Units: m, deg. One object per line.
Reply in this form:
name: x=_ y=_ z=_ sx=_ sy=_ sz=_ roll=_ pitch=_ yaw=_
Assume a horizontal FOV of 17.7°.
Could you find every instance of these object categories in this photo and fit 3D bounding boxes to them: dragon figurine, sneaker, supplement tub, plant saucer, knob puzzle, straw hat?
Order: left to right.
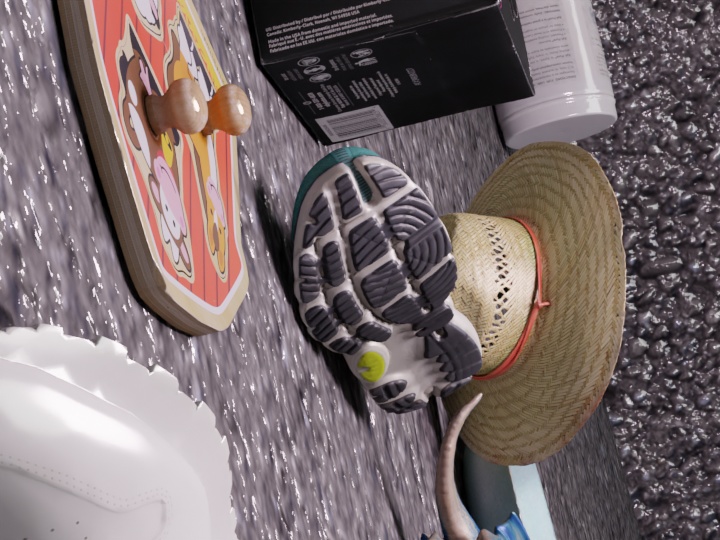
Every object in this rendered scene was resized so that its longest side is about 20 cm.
sneaker: x=-0.062 y=0.082 z=0.505 sx=0.200 sy=0.076 sz=0.081 roll=62 pitch=26 yaw=-53
knob puzzle: x=-0.067 y=-0.064 z=0.838 sx=0.220 sy=0.030 sz=0.220 roll=-14 pitch=90 yaw=-82
sneaker: x=0.000 y=0.000 z=1.104 sx=0.080 sy=0.077 sz=0.200 roll=58 pitch=-6 yaw=30
straw hat: x=0.067 y=0.013 z=1.385 sx=0.085 sy=0.201 sz=0.201 roll=11 pitch=56 yaw=-34
dragon figurine: x=0.062 y=0.163 z=1.210 sx=0.099 sy=0.059 sz=0.200 roll=-27 pitch=104 yaw=-81
plant saucer: x=0.100 y=0.171 z=1.511 sx=0.201 sy=0.039 sz=0.201 roll=-15 pitch=90 yaw=-81
supplement tub: x=0.198 y=-0.246 z=2.540 sx=0.132 sy=0.132 sz=0.200 roll=40 pitch=38 yaw=-76

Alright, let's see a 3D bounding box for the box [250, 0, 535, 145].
box: x=0.005 y=-0.189 z=1.197 sx=0.149 sy=0.124 sz=0.200 roll=50 pitch=28 yaw=-72
